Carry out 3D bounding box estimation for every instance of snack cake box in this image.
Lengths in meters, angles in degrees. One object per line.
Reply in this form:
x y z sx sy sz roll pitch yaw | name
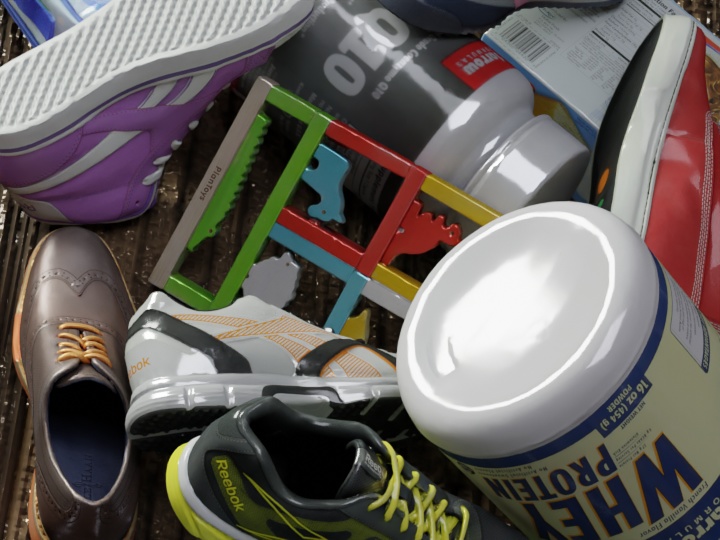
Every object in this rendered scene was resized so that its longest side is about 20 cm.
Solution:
0.172 -0.087 1.551 0.200 0.067 0.115 42 56 15 | snack cake box

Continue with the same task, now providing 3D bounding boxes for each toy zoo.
0.000 0.000 1.431 0.200 0.020 0.132 30 99 7 | toy zoo

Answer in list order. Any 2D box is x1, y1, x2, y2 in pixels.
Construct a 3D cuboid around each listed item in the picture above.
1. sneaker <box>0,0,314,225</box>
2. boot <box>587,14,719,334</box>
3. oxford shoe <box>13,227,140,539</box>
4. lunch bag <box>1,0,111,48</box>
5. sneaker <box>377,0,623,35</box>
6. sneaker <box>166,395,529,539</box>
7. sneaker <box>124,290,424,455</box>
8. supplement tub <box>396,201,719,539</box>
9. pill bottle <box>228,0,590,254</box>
-0.110 -0.095 1.454 0.200 0.114 0.073 -25 48 -2 | sneaker
0.202 -0.040 1.453 0.144 0.072 0.201 19 58 -9 | boot
-0.140 0.054 1.372 0.071 0.073 0.201 -1 58 -14 | oxford shoe
-0.148 -0.201 1.541 0.160 0.083 0.200 -27 67 -28 | lunch bag
0.091 -0.188 1.484 0.200 0.082 0.070 -18 57 -41 | sneaker
0.007 0.122 1.269 0.199 0.085 0.075 20 55 -13 | sneaker
-0.030 0.049 1.358 0.199 0.074 0.080 5 58 -32 | sneaker
0.125 0.076 1.336 0.200 0.145 0.145 46 44 -37 | supplement tub
0.026 -0.093 1.491 0.200 0.114 0.114 40 57 14 | pill bottle
